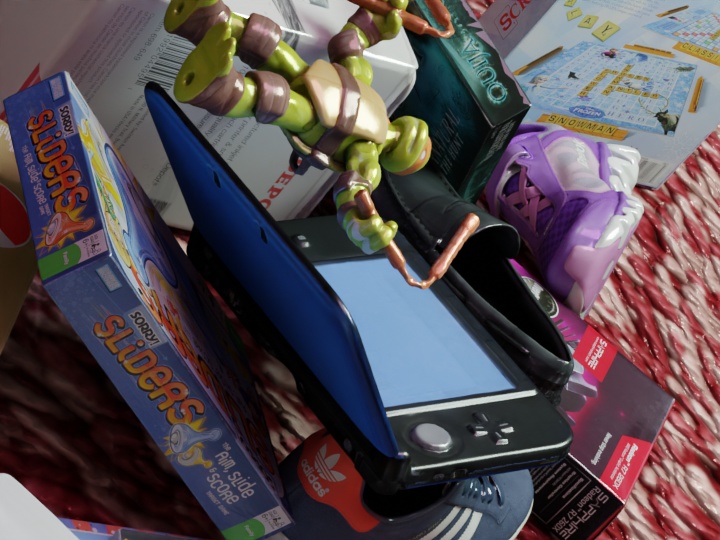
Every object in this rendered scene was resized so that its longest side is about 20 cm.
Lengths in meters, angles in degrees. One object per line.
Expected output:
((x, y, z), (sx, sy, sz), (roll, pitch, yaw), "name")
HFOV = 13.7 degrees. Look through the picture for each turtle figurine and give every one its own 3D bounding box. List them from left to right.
((-0.021, -0.089, 1.457), (0.161, 0.064, 0.200), (28, 48, -32), "turtle figurine")

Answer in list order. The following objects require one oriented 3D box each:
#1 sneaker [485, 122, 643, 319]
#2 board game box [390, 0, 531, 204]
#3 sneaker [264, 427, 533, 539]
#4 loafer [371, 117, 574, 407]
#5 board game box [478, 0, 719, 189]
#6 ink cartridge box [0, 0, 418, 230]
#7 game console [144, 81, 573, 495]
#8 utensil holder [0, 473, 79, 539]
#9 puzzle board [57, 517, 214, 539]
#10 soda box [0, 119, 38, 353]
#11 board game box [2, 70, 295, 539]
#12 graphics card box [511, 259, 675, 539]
((0.112, -0.037, 1.749), (0.088, 0.081, 0.200), (29, 18, -6), "sneaker")
((0.031, -0.108, 1.652), (0.028, 0.200, 0.135), (-29, 79, -15), "board game box")
((0.036, 0.103, 1.492), (0.200, 0.085, 0.075), (-7, 56, -52), "sneaker")
((0.054, -0.007, 1.565), (0.068, 0.070, 0.201), (4, 48, -44), "loafer")
((0.169, -0.143, 1.831), (0.200, 0.200, 0.041), (12, 42, -41), "board game box")
((-0.093, -0.102, 1.538), (0.200, 0.146, 0.085), (15, 39, -38), "ink cartridge box")
((0.000, 0.000, 1.427), (0.171, 0.118, 0.200), (-7, 40, -33), "game console")
((-0.121, 0.200, 1.124), (0.200, 0.170, 0.170), (45, 31, 9), "utensil holder")
((-0.097, 0.171, 1.327), (0.200, 0.017, 0.151), (13, 42, -40), "puzzle board")
((-0.192, 0.010, 1.367), (0.064, 0.068, 0.200), (35, 32, -12), "soda box")
((-0.097, 0.021, 1.386), (0.200, 0.034, 0.135), (59, 8, -43), "board game box")
((0.073, 0.049, 1.634), (0.200, 0.051, 0.125), (40, 32, -1), "graphics card box")
